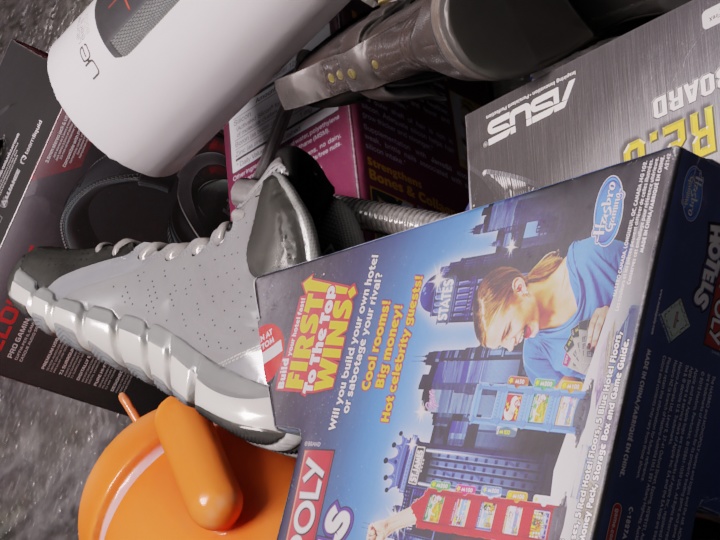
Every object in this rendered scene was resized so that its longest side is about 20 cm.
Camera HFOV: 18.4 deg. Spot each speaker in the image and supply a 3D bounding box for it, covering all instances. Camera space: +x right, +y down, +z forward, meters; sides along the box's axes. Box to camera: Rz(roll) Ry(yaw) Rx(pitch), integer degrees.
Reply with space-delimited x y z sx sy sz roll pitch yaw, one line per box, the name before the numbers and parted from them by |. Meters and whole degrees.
speaker | -0.043 -0.128 0.930 0.200 0.081 0.082 -41 48 30

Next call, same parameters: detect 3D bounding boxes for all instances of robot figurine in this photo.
robot figurine | -0.055 0.133 1.019 0.200 0.144 0.117 38 99 44

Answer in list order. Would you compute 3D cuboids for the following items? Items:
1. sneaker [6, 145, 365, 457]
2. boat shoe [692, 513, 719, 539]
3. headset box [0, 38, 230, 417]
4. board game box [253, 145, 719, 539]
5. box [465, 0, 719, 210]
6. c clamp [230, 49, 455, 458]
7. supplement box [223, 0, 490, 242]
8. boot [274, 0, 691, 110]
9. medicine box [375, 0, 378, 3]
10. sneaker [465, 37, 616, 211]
sneaker | -0.061 -0.003 0.941 0.199 0.075 0.116 24 91 39
boat shoe | 0.125 0.122 0.840 0.061 0.074 0.200 -63 19 -11
headset box | -0.124 -0.013 1.106 0.077 0.199 0.150 29 95 49
board game box | 0.032 0.062 0.754 0.199 0.061 0.201 3 75 51
box | 0.124 -0.013 0.766 0.199 0.048 0.159 -24 58 42
c clamp | 0.000 0.000 0.932 0.199 0.027 0.172 20 88 48
supplement box | 0.006 -0.013 1.033 0.085 0.110 0.201 -28 55 35
boot | 0.074 -0.117 0.907 0.174 0.199 0.070 -5 105 71
medicine box | 0.061 -0.240 1.004 0.182 0.103 0.200 -39 12 29
sneaker | 0.112 -0.102 0.991 0.200 0.080 0.115 -55 39 5
